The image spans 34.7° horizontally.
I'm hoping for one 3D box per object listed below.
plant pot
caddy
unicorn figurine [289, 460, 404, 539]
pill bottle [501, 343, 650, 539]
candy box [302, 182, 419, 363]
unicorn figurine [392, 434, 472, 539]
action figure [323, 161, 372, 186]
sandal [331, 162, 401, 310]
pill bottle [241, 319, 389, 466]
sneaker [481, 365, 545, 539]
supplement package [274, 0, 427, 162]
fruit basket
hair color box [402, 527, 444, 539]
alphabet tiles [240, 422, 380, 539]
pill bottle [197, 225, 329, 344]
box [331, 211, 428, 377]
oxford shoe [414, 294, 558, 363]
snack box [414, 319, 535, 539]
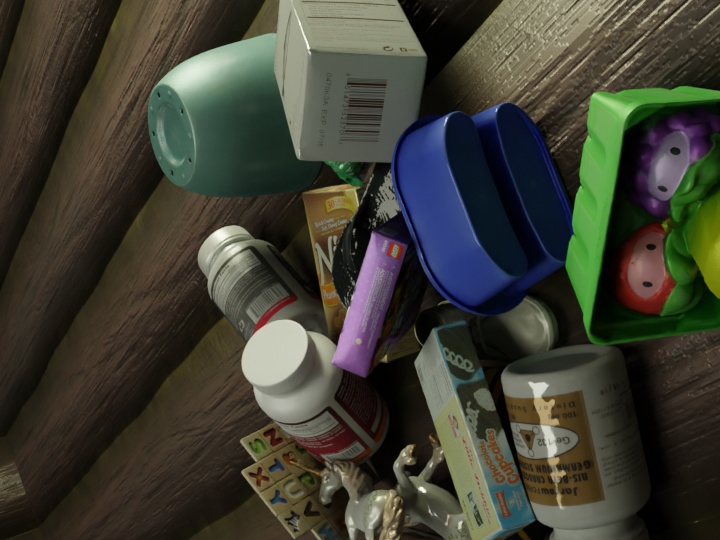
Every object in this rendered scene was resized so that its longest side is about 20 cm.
[{"bbox_3d":[-0.163,-0.180,1.415,0.200,0.160,0.202,28,125,48],"label":"plant pot"},{"bbox_3d":[0.109,-0.059,1.072,0.105,0.141,0.201,-30,78,53],"label":"caddy"},{"bbox_3d":[0.004,0.281,1.303,0.200,0.074,0.138,-17,71,53],"label":"unicorn figurine"},{"bbox_3d":[0.203,0.177,1.056,0.114,0.114,0.201,-5,99,57],"label":"pill bottle"},{"bbox_3d":[0.000,0.000,1.342,0.115,0.055,0.201,2,106,55],"label":"candy box"},{"bbox_3d":[0.083,0.255,1.298,0.200,0.074,0.138,40,132,43],"label":"unicorn figurine"},{"bbox_3d":[-0.020,-0.134,1.223,0.118,0.055,0.200,44,-169,-18],"label":"action figure"},{"bbox_3d":[0.014,-0.042,1.245,0.075,0.048,0.201,22,108,13],"label":"sandal"},{"bbox_3d":[-0.053,0.143,1.350,0.113,0.113,0.200,39,171,42],"label":"pill bottle"},{"bbox_3d":[0.158,0.195,1.172,0.090,0.070,0.201,-13,91,61],"label":"sneaker"},{"bbox_3d":[-0.016,-0.206,1.157,0.200,0.117,0.117,-107,20,-55],"label":"supplement package"},{"bbox_3d":[0.258,-0.030,0.870,0.216,0.155,0.217,174,90,-73],"label":"fruit basket"},{"bbox_3d":[0.078,0.359,1.339,0.200,0.100,0.061,-4,100,57],"label":"hair color box"},{"bbox_3d":[-0.056,0.250,1.399,0.167,0.200,0.006,49,119,13],"label":"alphabet tiles"},{"bbox_3d":[-0.131,0.030,1.504,0.200,0.110,0.111,47,139,36],"label":"pill bottle"},{"bbox_3d":[0.035,0.011,1.149,0.039,0.200,0.137,21,108,11],"label":"box"},{"bbox_3d":[0.124,0.063,1.180,0.200,0.058,0.076,-2,101,56],"label":"oxford shoe"},{"bbox_3d":[0.107,0.160,1.120,0.116,0.037,0.201,109,146,-68],"label":"snack box"}]
